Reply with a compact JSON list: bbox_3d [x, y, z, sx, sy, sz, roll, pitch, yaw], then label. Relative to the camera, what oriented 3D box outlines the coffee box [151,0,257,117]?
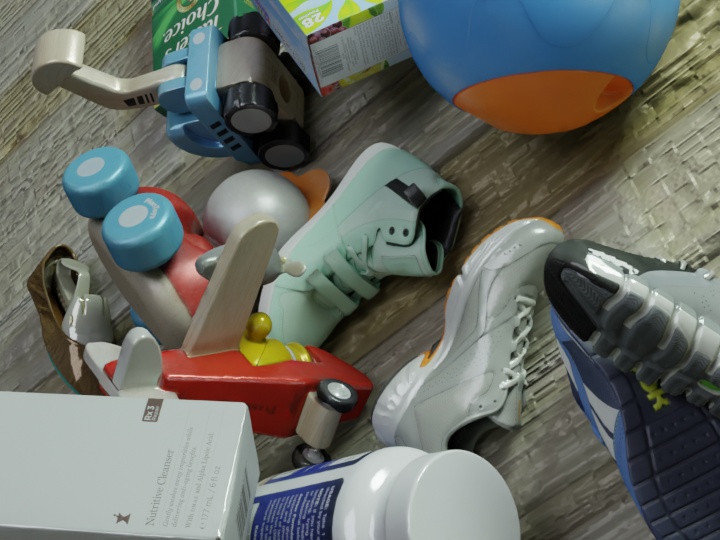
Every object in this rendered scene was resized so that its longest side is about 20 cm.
[{"bbox_3d":[-0.157,-0.258,1.306,0.122,0.044,0.202,-27,53,29],"label":"coffee box"}]

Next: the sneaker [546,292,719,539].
[{"bbox_3d":[0.179,0.087,0.810,0.073,0.082,0.202,-19,68,-4],"label":"sneaker"}]

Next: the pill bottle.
[{"bbox_3d":[0.005,0.180,0.850,0.199,0.115,0.117,-23,53,50],"label":"pill bottle"}]

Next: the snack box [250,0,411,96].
[{"bbox_3d":[0.018,-0.247,1.066,0.198,0.068,0.169,-26,46,-8],"label":"snack box"}]

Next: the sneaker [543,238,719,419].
[{"bbox_3d":[0.210,0.016,0.763,0.116,0.199,0.075,-57,-1,-27],"label":"sneaker"}]

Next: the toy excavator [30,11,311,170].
[{"bbox_3d":[-0.162,-0.156,1.136,0.197,0.195,0.101,-12,60,20],"label":"toy excavator"}]

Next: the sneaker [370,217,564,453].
[{"bbox_3d":[0.095,0.061,0.902,0.092,0.075,0.202,40,105,38],"label":"sneaker"}]

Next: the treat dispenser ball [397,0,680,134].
[{"bbox_3d":[0.124,-0.199,0.908,0.199,0.200,0.204,-20,56,33],"label":"treat dispenser ball"}]

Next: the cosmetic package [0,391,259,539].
[{"bbox_3d":[-0.173,0.148,0.845,0.197,0.082,0.114,2,44,5],"label":"cosmetic package"}]

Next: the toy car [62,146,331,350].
[{"bbox_3d":[-0.117,-0.033,1.099,0.199,0.186,0.177,-32,41,-14],"label":"toy car"}]

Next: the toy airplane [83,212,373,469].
[{"bbox_3d":[-0.111,0.073,0.957,0.198,0.200,0.142,-29,36,2],"label":"toy airplane"}]

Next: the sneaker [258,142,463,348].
[{"bbox_3d":[0.000,0.000,1.004,0.202,0.073,0.118,-58,38,-1],"label":"sneaker"}]

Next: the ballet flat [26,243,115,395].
[{"bbox_3d":[-0.270,0.039,1.234,0.201,0.067,0.073,55,129,48],"label":"ballet flat"}]
